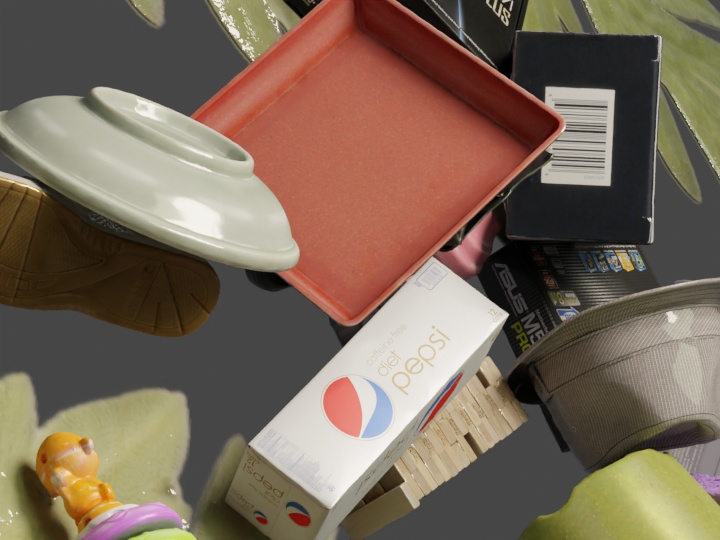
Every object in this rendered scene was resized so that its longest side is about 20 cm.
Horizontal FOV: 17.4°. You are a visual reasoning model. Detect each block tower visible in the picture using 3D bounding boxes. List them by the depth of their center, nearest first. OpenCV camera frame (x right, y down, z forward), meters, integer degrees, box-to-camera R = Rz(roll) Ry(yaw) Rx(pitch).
[{"bbox_3d":[0.044,0.113,1.551,0.058,0.054,0.200,56,29,2],"label":"block tower"}]

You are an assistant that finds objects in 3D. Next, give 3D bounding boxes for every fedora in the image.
[{"bbox_3d":[0.193,0.083,1.616,0.176,0.200,0.091,-11,74,-19],"label":"fedora"}]

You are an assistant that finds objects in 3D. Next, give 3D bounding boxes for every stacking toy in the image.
[{"bbox_3d":[-0.118,0.166,1.243,0.110,0.116,0.200,0,47,-49],"label":"stacking toy"}]

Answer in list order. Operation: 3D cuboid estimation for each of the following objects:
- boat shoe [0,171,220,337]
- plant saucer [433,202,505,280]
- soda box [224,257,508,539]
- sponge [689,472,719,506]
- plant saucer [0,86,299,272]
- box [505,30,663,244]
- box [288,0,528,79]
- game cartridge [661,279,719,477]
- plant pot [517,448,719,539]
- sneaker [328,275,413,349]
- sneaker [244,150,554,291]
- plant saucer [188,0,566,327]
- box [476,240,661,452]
[{"bbox_3d":[-0.178,-0.017,1.356,0.200,0.071,0.069,23,16,-32],"label":"boat shoe"},{"bbox_3d":[0.050,-0.092,1.699,0.201,0.051,0.201,59,12,-20],"label":"plant saucer"},{"bbox_3d":[0.005,0.082,1.430,0.064,0.068,0.200,38,51,11],"label":"soda box"},{"bbox_3d":[0.265,0.196,1.624,0.030,0.200,0.112,-32,112,-38],"label":"sponge"},{"bbox_3d":[-0.120,-0.064,1.390,0.200,0.050,0.200,25,11,-5],"label":"plant saucer"},{"bbox_3d":[0.163,-0.096,1.734,0.200,0.107,0.149,-30,123,-85],"label":"box"},{"bbox_3d":[0.030,-0.227,1.827,0.200,0.086,0.164,45,31,-18],"label":"box"},{"bbox_3d":[0.246,0.121,1.759,0.130,0.038,0.200,31,71,-34],"label":"game cartridge"},{"bbox_3d":[0.202,0.226,1.559,0.200,0.200,0.184,1,49,-55],"label":"plant pot"},{"bbox_3d":[0.000,0.000,1.606,0.082,0.070,0.200,64,11,-49],"label":"sneaker"},{"bbox_3d":[0.025,-0.042,1.537,0.200,0.104,0.060,-41,137,-22],"label":"sneaker"},{"bbox_3d":[-0.003,-0.072,1.508,0.200,0.200,0.037,38,-19,29],"label":"plant saucer"},{"bbox_3d":[0.186,0.054,1.822,0.200,0.044,0.161,0,61,-55],"label":"box"}]
